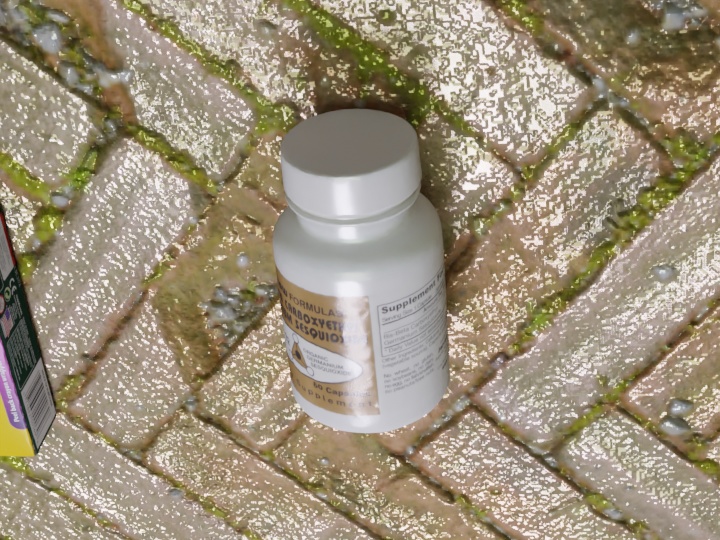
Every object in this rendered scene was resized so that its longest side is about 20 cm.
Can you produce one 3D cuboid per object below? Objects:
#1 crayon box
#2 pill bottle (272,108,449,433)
[{"bbox_3d":[-0.340,0.048,1.118,0.172,0.058,0.201,1,125,11],"label":"crayon box"},{"bbox_3d":[0.000,0.000,0.989,0.114,0.115,0.201,1,125,9],"label":"pill bottle"}]
